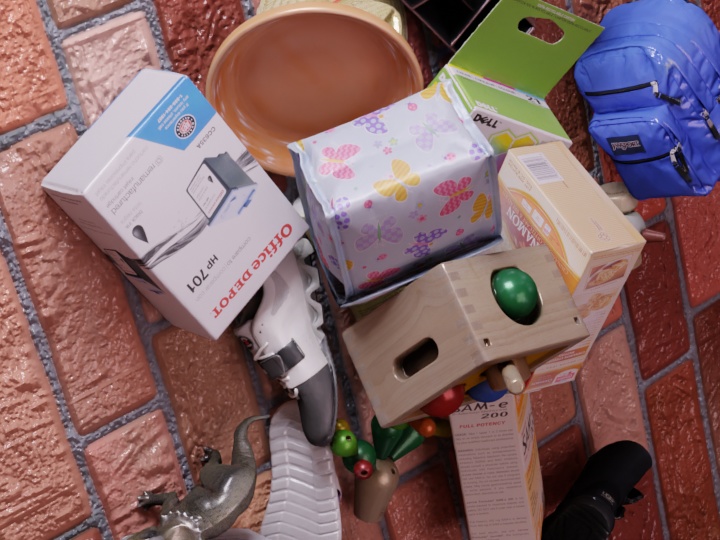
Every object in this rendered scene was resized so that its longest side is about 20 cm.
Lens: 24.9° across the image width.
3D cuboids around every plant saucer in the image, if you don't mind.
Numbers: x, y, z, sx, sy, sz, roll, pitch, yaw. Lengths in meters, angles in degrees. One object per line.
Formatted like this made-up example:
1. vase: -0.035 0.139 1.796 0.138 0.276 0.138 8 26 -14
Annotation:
1. plant saucer: -0.042 -0.169 1.497 0.200 0.200 0.038 43 30 -36

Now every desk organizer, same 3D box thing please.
1. desk organizer: 0.093 -0.278 1.604 0.200 0.072 0.077 38 38 -37

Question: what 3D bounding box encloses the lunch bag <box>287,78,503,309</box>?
1. lunch bag: 0.040 -0.052 1.505 0.169 0.127 0.200 -22 147 -8

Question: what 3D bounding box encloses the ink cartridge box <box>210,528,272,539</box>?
1. ink cartridge box: -0.087 0.338 1.532 0.084 0.200 0.146 4 97 -41

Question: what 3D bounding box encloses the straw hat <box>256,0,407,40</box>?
1. straw hat: -0.005 -0.213 1.551 0.201 0.085 0.202 -9 105 -36

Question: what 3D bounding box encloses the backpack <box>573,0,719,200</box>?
1. backpack: 0.330 -0.186 1.760 0.200 0.162 0.168 54 51 -26

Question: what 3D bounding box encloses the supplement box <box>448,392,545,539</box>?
1. supplement box: 0.147 0.196 1.728 0.126 0.073 0.200 -66 148 -66

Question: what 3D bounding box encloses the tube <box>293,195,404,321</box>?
1. tube: 0.000 0.000 1.626 0.200 0.058 0.052 56 49 -32

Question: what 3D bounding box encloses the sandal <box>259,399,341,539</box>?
1. sandal: -0.054 0.228 1.627 0.050 0.082 0.203 -32 127 -79

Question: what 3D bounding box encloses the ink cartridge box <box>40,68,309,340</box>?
1. ink cartridge box: -0.162 -0.059 1.462 0.147 0.086 0.200 -52 124 -18

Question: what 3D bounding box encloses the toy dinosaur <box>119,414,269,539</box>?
1. toy dinosaur: -0.141 0.218 1.525 0.200 0.102 0.077 -35 120 -26

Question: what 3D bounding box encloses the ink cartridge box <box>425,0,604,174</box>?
1. ink cartridge box: 0.150 -0.166 1.626 0.148 0.076 0.200 14 127 -39

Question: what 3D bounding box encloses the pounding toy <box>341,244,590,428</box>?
1. pounding toy: 0.110 0.072 1.514 0.184 0.200 0.142 -10 71 -45

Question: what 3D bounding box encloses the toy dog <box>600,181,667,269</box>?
1. toy dog: 0.258 -0.020 1.792 0.200 0.096 0.132 -45 123 -23

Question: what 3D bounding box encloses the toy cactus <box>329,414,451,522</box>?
1. toy cactus: 0.033 0.179 1.652 0.200 0.102 0.165 -33 139 -62

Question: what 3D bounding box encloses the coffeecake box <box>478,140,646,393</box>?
1. coffeecake box: 0.183 -0.003 1.641 0.073 0.154 0.200 -11 139 -31

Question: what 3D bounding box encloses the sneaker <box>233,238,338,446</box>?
1. sneaker: -0.077 0.075 1.560 0.088 0.074 0.200 -10 84 -22

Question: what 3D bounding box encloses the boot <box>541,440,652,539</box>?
1. boot: 0.242 0.290 1.849 0.200 0.076 0.168 -52 171 32
